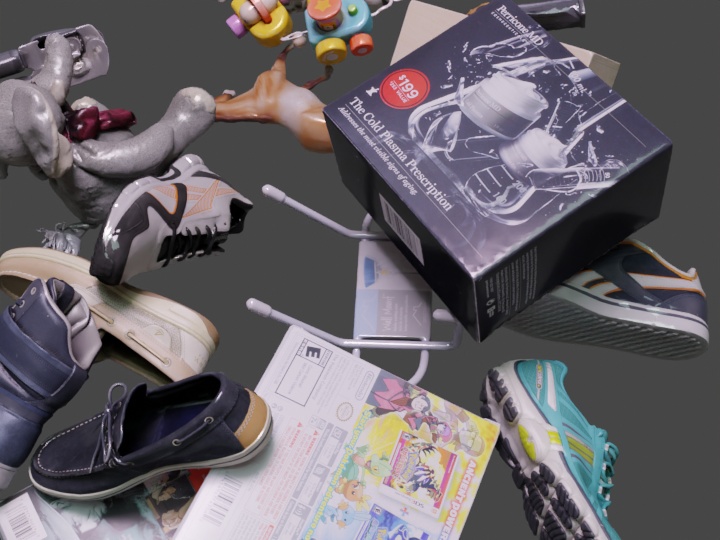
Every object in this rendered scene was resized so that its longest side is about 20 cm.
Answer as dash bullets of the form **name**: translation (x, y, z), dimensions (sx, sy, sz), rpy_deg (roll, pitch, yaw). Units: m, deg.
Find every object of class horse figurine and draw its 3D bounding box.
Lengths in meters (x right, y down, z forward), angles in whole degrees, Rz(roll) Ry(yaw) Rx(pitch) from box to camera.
- **horse figurine**: translation (-0.043, -0.157, 0.964), dimensions (0.200, 0.050, 0.133), rpy_deg (31, 54, 22)

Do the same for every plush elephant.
- **plush elephant**: translation (-0.254, -0.120, 0.853), dimensions (0.164, 0.155, 0.200), rpy_deg (7, 57, 32)

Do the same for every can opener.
- **can opener**: translation (-0.347, -0.194, 0.995), dimensions (0.199, 0.054, 0.067), rpy_deg (-22, 27, -14)

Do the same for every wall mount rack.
- **wall mount rack**: translation (0.000, 0.000, 0.845), dimensions (0.173, 0.075, 0.201), rpy_deg (2, 55, 3)

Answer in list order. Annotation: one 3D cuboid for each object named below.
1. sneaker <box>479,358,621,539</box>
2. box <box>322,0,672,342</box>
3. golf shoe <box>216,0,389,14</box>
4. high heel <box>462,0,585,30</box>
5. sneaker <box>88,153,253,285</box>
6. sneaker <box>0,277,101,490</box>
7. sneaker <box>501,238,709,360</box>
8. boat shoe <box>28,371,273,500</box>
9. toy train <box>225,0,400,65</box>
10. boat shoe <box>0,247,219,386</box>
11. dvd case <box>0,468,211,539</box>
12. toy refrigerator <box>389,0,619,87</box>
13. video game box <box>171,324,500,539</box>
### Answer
- **sneaker**: translation (0.161, 0.148, 0.751), dimensions (0.079, 0.078, 0.201), rpy_deg (-10, 56, -18)
- **box**: translation (0.103, -0.084, 0.783), dimensions (0.182, 0.104, 0.200), rpy_deg (-34, 61, -11)
- **golf shoe**: translation (-0.062, -0.296, 1.054), dimensions (0.199, 0.077, 0.088), rpy_deg (20, 74, 19)
- **high heel**: translation (0.157, -0.183, 0.984), dimensions (0.142, 0.071, 0.201), rpy_deg (-6, 59, 9)
- **sneaker**: translation (-0.152, -0.039, 0.833), dimensions (0.080, 0.074, 0.200), rpy_deg (31, 31, 4)
- **sneaker**: translation (-0.291, 0.049, 0.775), dimensions (0.202, 0.077, 0.146), rpy_deg (36, 87, 24)
- **sneaker**: translation (0.190, 0.016, 0.836), dimensions (0.199, 0.079, 0.080), rpy_deg (13, 61, -5)
- **boat shoe**: translation (-0.160, 0.115, 0.719), dimensions (0.199, 0.062, 0.075), rpy_deg (-15, 42, 22)
- **toy train**: translation (-0.058, -0.287, 0.981), dimensions (0.199, 0.056, 0.151), rpy_deg (25, 81, 20)
- **boat shoe**: translation (-0.217, 0.042, 0.818), dimensions (0.199, 0.072, 0.065), rpy_deg (22, 58, 8)
- **dvd case**: translation (-0.156, 0.187, 0.750), dimensions (0.200, 0.022, 0.146), rpy_deg (-28, 61, -19)
- **toy refrigerator**: translation (0.130, -0.186, 0.932), dimensions (0.200, 0.076, 0.070), rpy_deg (26, 15, 33)
- **video game box**: translation (-0.014, 0.162, 0.734), dimensions (0.182, 0.047, 0.200), rpy_deg (25, 57, 6)
